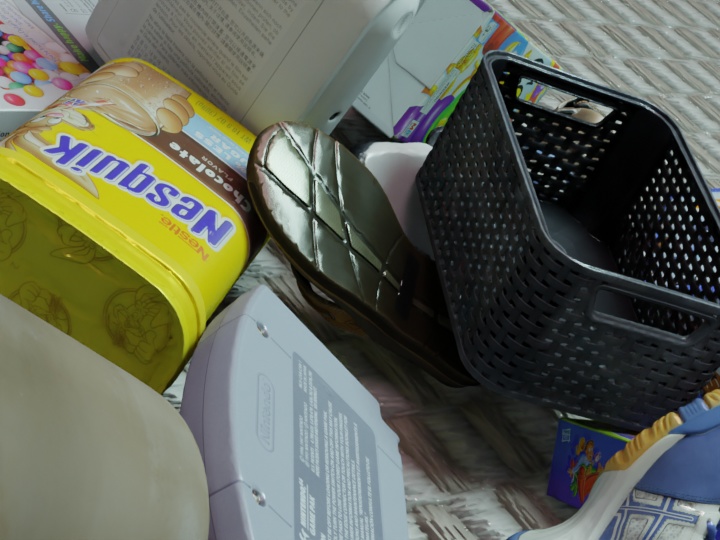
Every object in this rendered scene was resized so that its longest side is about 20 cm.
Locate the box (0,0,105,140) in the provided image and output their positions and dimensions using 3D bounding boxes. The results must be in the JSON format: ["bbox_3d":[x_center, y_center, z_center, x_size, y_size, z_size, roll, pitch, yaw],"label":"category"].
[{"bbox_3d":[-0.223,-0.126,0.978,0.200,0.041,0.156,-6,42,-42],"label":"box"}]

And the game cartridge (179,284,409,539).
[{"bbox_3d":[-0.027,0.098,0.718,0.133,0.040,0.200,52,18,-28],"label":"game cartridge"}]

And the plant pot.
[{"bbox_3d":[-0.155,0.084,0.572,0.173,0.200,0.200,17,26,-49],"label":"plant pot"}]

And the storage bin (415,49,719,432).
[{"bbox_3d":[0.120,-0.019,0.886,0.135,0.094,0.200,16,34,-21],"label":"storage bin"}]

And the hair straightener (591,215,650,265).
[{"bbox_3d":[0.150,-0.005,1.042,0.041,0.077,0.200,20,28,22],"label":"hair straightener"}]

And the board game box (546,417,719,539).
[{"bbox_3d":[0.221,0.122,0.863,0.199,0.045,0.134,8,4,-29],"label":"board game box"}]

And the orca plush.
[{"bbox_3d":[0.046,-0.038,1.020,0.200,0.106,0.071,0,4,-43],"label":"orca plush"}]

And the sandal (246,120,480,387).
[{"bbox_3d":[0.000,0.000,0.895,0.200,0.054,0.082,41,48,-33],"label":"sandal"}]

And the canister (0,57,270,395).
[{"bbox_3d":[-0.127,-0.028,0.841,0.148,0.087,0.200,35,28,-2],"label":"canister"}]

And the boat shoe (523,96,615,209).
[{"bbox_3d":[0.146,-0.078,1.098,0.072,0.072,0.200,45,6,-3],"label":"boat shoe"}]

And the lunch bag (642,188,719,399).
[{"bbox_3d":[0.278,0.029,1.038,0.199,0.124,0.170,25,29,4],"label":"lunch bag"}]

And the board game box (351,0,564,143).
[{"bbox_3d":[0.048,-0.144,1.077,0.105,0.103,0.200,42,10,17],"label":"board game box"}]

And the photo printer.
[{"bbox_3d":[-0.058,-0.159,0.924,0.166,0.200,0.069,48,38,12],"label":"photo printer"}]

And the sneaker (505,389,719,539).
[{"bbox_3d":[0.130,0.133,0.720,0.088,0.200,0.075,51,2,29],"label":"sneaker"}]
